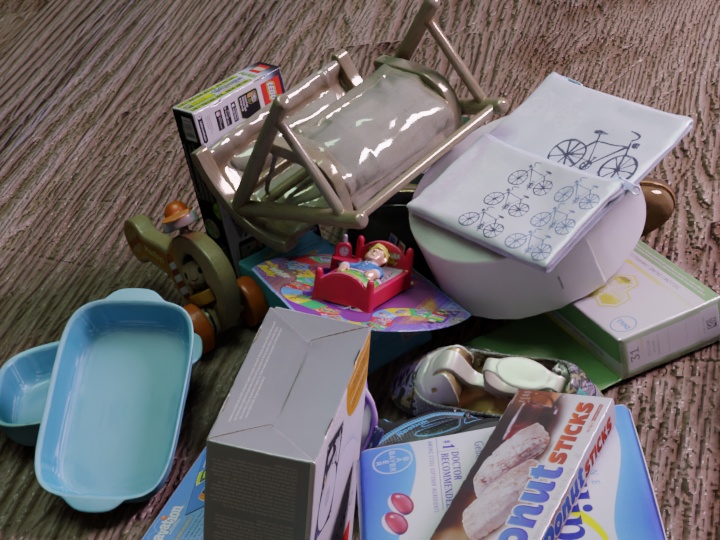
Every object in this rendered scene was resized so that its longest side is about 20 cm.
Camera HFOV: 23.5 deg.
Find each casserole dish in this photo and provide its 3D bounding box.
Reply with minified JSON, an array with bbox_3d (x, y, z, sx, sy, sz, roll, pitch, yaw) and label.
[{"bbox_3d":[-0.199,0.112,1.441,0.120,0.039,0.202,1,63,13],"label":"casserole dish"},{"bbox_3d":[-0.232,0.102,1.529,0.198,0.039,0.122,-14,32,2],"label":"casserole dish"}]

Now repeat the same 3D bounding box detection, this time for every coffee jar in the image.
[{"bbox_3d":[0.058,-0.070,1.675,0.103,0.086,0.200,-2,32,19],"label":"coffee jar"}]

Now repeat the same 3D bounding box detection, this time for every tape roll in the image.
[{"bbox_3d":[0.145,-0.052,1.510,0.201,0.071,0.203,-18,37,14],"label":"tape roll"}]

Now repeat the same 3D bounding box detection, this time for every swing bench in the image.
[{"bbox_3d":[-0.012,-0.122,1.543,0.199,0.130,0.200,-38,8,-28],"label":"swing bench"}]

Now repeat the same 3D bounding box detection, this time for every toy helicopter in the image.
[{"bbox_3d":[-0.173,-0.016,1.628,0.078,0.133,0.199,-28,32,-24],"label":"toy helicopter"}]

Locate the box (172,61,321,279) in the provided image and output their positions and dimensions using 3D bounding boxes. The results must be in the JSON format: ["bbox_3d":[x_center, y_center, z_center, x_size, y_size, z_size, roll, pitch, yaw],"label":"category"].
[{"bbox_3d":[-0.103,-0.083,1.646,0.110,0.202,0.035,-32,33,-32],"label":"box"}]

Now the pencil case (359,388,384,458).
[{"bbox_3d":[-0.032,0.090,1.382,0.083,0.086,0.200,13,11,-9],"label":"pencil case"}]

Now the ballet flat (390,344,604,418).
[{"bbox_3d":[0.100,0.087,1.384,0.199,0.073,0.072,7,35,35],"label":"ballet flat"}]

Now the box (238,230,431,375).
[{"bbox_3d":[-0.027,0.027,1.579,0.082,0.050,0.200,-28,32,-24],"label":"box"}]

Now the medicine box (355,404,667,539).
[{"bbox_3d":[0.105,0.197,1.175,0.198,0.104,0.183,-11,29,5],"label":"medicine box"}]

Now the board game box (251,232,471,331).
[{"bbox_3d":[0.000,0.000,1.478,0.156,0.039,0.200,0,18,-22],"label":"board game box"}]

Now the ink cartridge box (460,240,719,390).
[{"bbox_3d":[0.184,0.046,1.462,0.198,0.048,0.146,-20,30,-17],"label":"ink cartridge box"}]

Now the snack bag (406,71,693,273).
[{"bbox_3d":[0.161,-0.090,1.467,0.200,0.021,0.188,-42,37,-17],"label":"snack bag"}]

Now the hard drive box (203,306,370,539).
[{"bbox_3d":[-0.052,0.154,1.201,0.076,0.202,0.156,11,35,9],"label":"hard drive box"}]

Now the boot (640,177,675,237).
[{"bbox_3d":[0.194,-0.021,1.560,0.198,0.074,0.076,-20,36,7],"label":"boot"}]

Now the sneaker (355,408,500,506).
[{"bbox_3d":[0.088,0.132,1.323,0.198,0.074,0.082,-6,31,13],"label":"sneaker"}]

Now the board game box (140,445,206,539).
[{"bbox_3d":[-0.101,0.184,1.366,0.102,0.020,0.200,3,33,23],"label":"board game box"}]

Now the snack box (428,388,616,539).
[{"bbox_3d":[0.103,0.146,1.130,0.071,0.025,0.200,4,34,26],"label":"snack box"}]
